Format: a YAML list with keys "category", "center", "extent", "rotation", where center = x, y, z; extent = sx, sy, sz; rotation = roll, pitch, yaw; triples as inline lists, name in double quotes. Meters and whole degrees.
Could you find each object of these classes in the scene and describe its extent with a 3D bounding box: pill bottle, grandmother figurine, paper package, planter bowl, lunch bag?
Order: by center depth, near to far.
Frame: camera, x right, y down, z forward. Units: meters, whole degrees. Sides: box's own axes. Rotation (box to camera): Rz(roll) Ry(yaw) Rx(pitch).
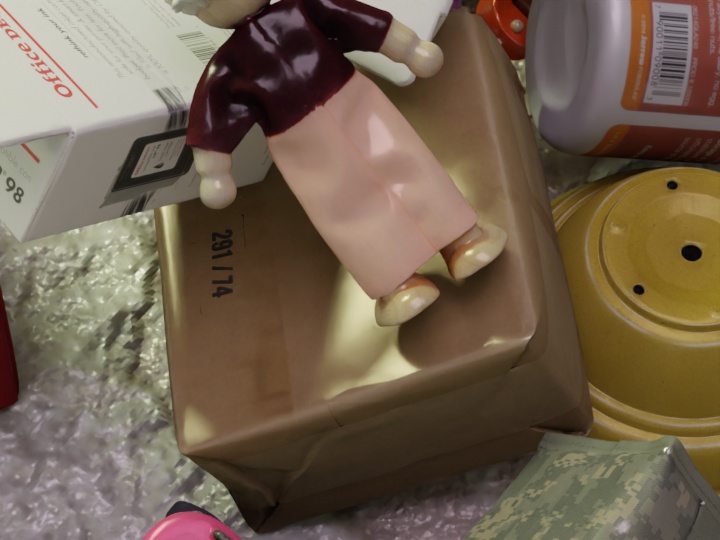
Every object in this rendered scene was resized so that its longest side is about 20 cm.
- category: "lunch bag"
  center: [0.116, 0.197, 1.035]
  extent: [0.164, 0.117, 0.200]
  rotation: [-47, 113, -25]
- category: "grandmother figurine"
  center: [-0.024, -0.072, 1.047]
  extent: [0.121, 0.061, 0.200]
  rotation: [-36, 99, -14]
- category: "paper package"
  center: [0.000, 0.000, 1.165]
  extent: [0.190, 0.104, 0.201]
  rotation: [-18, 57, 12]
- category: "planter bowl"
  center: [0.161, 0.010, 1.202]
  extent: [0.200, 0.084, 0.201]
  rotation: [0, 57, 0]
- category: "pill bottle"
  center: [0.195, -0.110, 1.248]
  extent: [0.199, 0.112, 0.112]
  rotation: [3, 56, -19]

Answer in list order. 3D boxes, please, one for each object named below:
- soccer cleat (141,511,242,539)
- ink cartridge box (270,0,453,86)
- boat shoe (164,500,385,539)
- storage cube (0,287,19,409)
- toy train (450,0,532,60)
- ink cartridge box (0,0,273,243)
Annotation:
- category: "soccer cleat"
  center: [-0.043, 0.203, 1.063]
  extent: [0.070, 0.086, 0.200]
  rotation: [-28, 74, -8]
- category: "ink cartridge box"
  center: [0.001, -0.176, 1.134]
  extent: [0.115, 0.068, 0.200]
  rotation: [25, 66, -4]
- category: "boat shoe"
  center: [-0.005, 0.147, 1.118]
  extent: [0.199, 0.073, 0.063]
  rotation: [7, 60, 9]
- category: "storage cube"
  center: [-0.276, -0.016, 1.153]
  extent: [0.199, 0.180, 0.171]
  rotation: [-20, 60, -14]
- category: "toy train"
  center: [0.025, -0.161, 1.278]
  extent: [0.200, 0.056, 0.150]
  rotation: [38, 60, -16]
- category: "ink cartridge box"
  center: [-0.133, -0.083, 1.078]
  extent: [0.116, 0.067, 0.200]
  rotation: [46, 36, 22]
